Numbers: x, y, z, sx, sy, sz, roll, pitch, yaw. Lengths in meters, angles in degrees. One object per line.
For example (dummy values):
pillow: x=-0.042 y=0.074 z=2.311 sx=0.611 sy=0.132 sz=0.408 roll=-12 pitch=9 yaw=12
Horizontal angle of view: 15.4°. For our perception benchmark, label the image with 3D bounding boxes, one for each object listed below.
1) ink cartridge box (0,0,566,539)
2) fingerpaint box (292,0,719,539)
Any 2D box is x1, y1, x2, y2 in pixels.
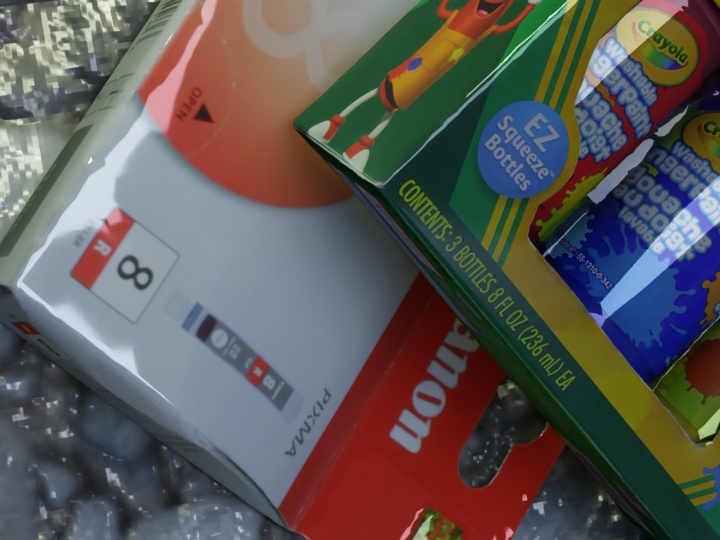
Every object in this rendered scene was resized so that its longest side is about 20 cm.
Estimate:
ink cartridge box: x=0.000 y=0.000 z=0.850 sx=0.200 sy=0.050 sz=0.163 roll=37 pitch=72 yaw=-15
fingerpaint box: x=0.107 y=-0.026 z=0.838 sx=0.167 sy=0.073 sz=0.200 roll=-43 pitch=120 yaw=-5
